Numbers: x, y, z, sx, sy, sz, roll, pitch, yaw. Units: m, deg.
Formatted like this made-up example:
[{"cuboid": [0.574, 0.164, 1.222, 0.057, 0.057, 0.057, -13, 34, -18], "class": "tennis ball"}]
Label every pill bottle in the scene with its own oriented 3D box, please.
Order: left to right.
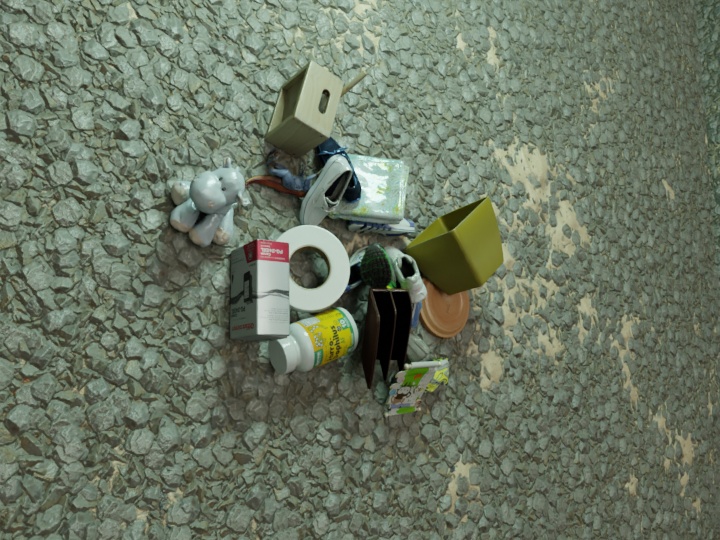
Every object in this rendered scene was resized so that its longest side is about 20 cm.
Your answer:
[{"cuboid": [-0.110, 0.165, 1.476, 0.197, 0.112, 0.116, -17, 91, -37], "class": "pill bottle"}]

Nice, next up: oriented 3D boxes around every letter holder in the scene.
[{"cuboid": [0.066, 0.166, 1.517, 0.098, 0.143, 0.205, 2, 118, -8], "class": "letter holder"}]

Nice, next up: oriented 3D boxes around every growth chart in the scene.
[{"cuboid": [0.126, 0.297, 1.605, 0.142, 0.203, 0.018, -7, 42, -33], "class": "growth chart"}]

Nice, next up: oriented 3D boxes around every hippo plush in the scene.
[{"cuboid": [-0.297, -0.142, 1.358, 0.197, 0.160, 0.163, -20, 93, -32], "class": "hippo plush"}]

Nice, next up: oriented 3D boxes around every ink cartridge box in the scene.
[{"cuboid": [-0.221, 0.048, 1.396, 0.082, 0.144, 0.206, 6, 78, -35], "class": "ink cartridge box"}]

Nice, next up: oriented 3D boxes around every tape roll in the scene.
[{"cuboid": [-0.123, -0.004, 1.500, 0.197, 0.037, 0.209, 3, 75, -11], "class": "tape roll"}]

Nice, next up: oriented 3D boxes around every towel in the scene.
[{"cuboid": [0.021, -0.206, 1.616, 0.194, 0.048, 0.175, 6, 64, 3], "class": "towel"}]

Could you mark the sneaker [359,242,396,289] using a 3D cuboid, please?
[{"cuboid": [0.045, 0.005, 1.558, 0.202, 0.076, 0.087, 77, 14, -47], "class": "sneaker"}]

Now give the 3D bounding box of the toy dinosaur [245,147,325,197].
[{"cuboid": [-0.160, -0.210, 1.556, 0.199, 0.105, 0.183, -38, 117, 0], "class": "toy dinosaur"}]

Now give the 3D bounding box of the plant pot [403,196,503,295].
[{"cuboid": [0.271, -0.052, 1.729, 0.199, 0.198, 0.179, -39, 102, -39], "class": "plant pot"}]

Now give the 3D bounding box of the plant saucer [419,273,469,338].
[{"cuboid": [0.236, 0.086, 1.794, 0.196, 0.032, 0.206, 7, 78, -35], "class": "plant saucer"}]

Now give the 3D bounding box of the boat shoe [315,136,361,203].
[{"cuboid": [-0.047, -0.265, 1.582, 0.083, 0.069, 0.202, -31, 68, -9], "class": "boat shoe"}]

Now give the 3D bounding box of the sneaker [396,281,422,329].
[{"cuboid": [0.123, 0.064, 1.679, 0.203, 0.074, 0.078, -81, 149, -41], "class": "sneaker"}]

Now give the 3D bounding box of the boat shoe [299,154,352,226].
[{"cuboid": [-0.082, -0.173, 1.517, 0.072, 0.203, 0.066, 3, 37, -38], "class": "boat shoe"}]

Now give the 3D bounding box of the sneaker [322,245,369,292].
[{"cuboid": [0.000, 0.000, 1.604, 0.199, 0.084, 0.078, -41, 105, -35], "class": "sneaker"}]

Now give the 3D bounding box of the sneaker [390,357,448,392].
[{"cuboid": [0.164, 0.285, 1.678, 0.196, 0.075, 0.079, -10, 87, -35], "class": "sneaker"}]

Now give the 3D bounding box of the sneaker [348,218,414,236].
[{"cuboid": [0.057, -0.157, 1.678, 0.195, 0.080, 0.119, 6, 80, -33], "class": "sneaker"}]

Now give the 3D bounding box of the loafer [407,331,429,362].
[{"cuboid": [0.095, 0.170, 1.649, 0.199, 0.070, 0.070, 43, 96, -17], "class": "loafer"}]

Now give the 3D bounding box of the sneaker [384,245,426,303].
[{"cuboid": [0.108, -0.015, 1.626, 0.077, 0.201, 0.101, -25, 134, -12], "class": "sneaker"}]

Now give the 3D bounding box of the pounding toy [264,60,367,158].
[{"cuboid": [-0.107, -0.396, 1.539, 0.140, 0.182, 0.205, 26, 67, -29], "class": "pounding toy"}]
